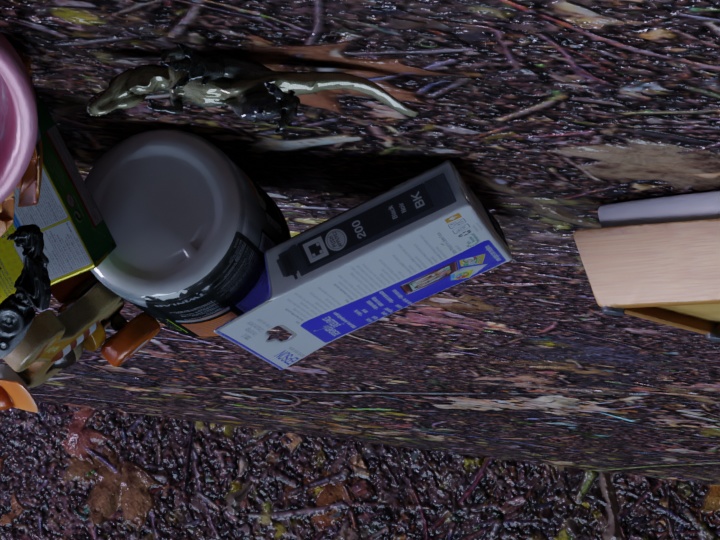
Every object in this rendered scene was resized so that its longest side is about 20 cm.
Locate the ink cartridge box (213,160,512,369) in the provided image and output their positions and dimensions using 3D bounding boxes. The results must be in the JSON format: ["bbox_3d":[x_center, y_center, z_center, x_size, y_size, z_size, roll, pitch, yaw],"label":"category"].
[{"bbox_3d":[0.000,0.000,1.817,0.200,0.043,0.198,-27,166,6],"label":"ink cartridge box"}]

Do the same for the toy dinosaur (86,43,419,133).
[{"bbox_3d":[-0.068,-0.107,1.490,0.199,0.048,0.088,5,-175,7],"label":"toy dinosaur"}]

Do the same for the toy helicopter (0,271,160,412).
[{"bbox_3d":[-0.224,0.053,1.783,0.079,0.132,0.200,50,-177,3],"label":"toy helicopter"}]

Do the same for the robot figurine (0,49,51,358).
[{"bbox_3d":[-0.257,-0.039,1.557,0.145,0.201,0.058,7,-158,-1],"label":"robot figurine"}]

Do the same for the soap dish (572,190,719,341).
[{"bbox_3d":[0.272,-0.001,1.778,0.157,0.081,0.200,14,169,-40],"label":"soap dish"}]

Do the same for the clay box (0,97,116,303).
[{"bbox_3d":[-0.277,-0.025,1.696,0.200,0.115,0.048,-21,-167,22],"label":"clay box"}]

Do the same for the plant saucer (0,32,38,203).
[{"bbox_3d":[-0.285,-0.096,1.445,0.200,0.051,0.201,-5,137,-5],"label":"plant saucer"}]

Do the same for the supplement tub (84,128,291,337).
[{"bbox_3d":[-0.118,-0.021,1.791,0.122,0.123,0.200,4,170,11],"label":"supplement tub"}]
